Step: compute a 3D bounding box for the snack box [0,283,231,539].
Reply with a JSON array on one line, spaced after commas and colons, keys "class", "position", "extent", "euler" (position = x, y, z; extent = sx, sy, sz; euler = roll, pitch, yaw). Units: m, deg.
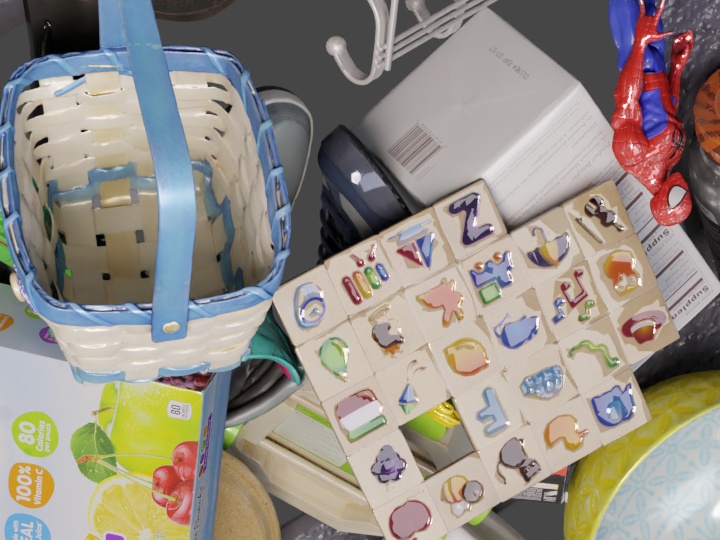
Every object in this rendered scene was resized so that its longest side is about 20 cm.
[{"class": "snack box", "position": [-0.177, 0.098, 1.194], "extent": [0.199, 0.068, 0.169], "euler": [12, 119, 9]}]

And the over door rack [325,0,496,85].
[{"class": "over door rack", "position": [0.054, -0.206, 1.153], "extent": [0.148, 0.067, 0.200], "euler": [-34, 155, -38]}]

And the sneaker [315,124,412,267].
[{"class": "sneaker", "position": [0.000, 0.000, 1.278], "extent": [0.082, 0.070, 0.200], "euler": [-30, 140, -3]}]

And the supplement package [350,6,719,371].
[{"class": "supplement package", "position": [0.106, -0.034, 1.301], "extent": [0.109, 0.114, 0.200], "euler": [-42, 130, -1]}]

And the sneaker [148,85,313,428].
[{"class": "sneaker", "position": [-0.066, 0.007, 1.228], "extent": [0.083, 0.121, 0.201], "euler": [13, 111, -35]}]

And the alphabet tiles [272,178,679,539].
[{"class": "alphabet tiles", "position": [0.071, 0.039, 1.207], "extent": [0.199, 0.008, 0.168], "euler": [-28, 104, -11]}]

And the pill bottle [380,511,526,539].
[{"class": "pill bottle", "position": [0.027, 0.247, 1.438], "extent": [0.114, 0.114, 0.200], "euler": [30, 103, -39]}]

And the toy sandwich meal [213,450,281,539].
[{"class": "toy sandwich meal", "position": [-0.136, 0.171, 1.333], "extent": [0.204, 0.070, 0.206], "euler": [-8, 120, -14]}]

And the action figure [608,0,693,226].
[{"class": "action figure", "position": [0.157, -0.122, 1.230], "extent": [0.051, 0.201, 0.065], "euler": [-11, 168, 25]}]

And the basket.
[{"class": "basket", "position": [-0.105, -0.044, 1.068], "extent": [0.138, 0.177, 0.200], "euler": [-4, 143, -14]}]

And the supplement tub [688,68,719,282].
[{"class": "supplement tub", "position": [0.276, -0.034, 1.390], "extent": [0.122, 0.123, 0.200], "euler": [-31, 130, -8]}]

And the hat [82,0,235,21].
[{"class": "hat", "position": [-0.094, -0.220, 1.095], "extent": [0.200, 0.081, 0.201], "euler": [-24, 144, -19]}]

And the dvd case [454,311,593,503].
[{"class": "dvd case", "position": [0.058, 0.077, 1.316], "extent": [0.145, 0.022, 0.200], "euler": [5, 147, 4]}]

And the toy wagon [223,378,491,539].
[{"class": "toy wagon", "position": [0.006, 0.100, 1.297], "extent": [0.155, 0.040, 0.200], "euler": [29, 146, -11]}]

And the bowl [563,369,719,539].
[{"class": "bowl", "position": [0.209, 0.139, 1.473], "extent": [0.199, 0.108, 0.201], "euler": [-14, 125, -20]}]

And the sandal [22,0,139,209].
[{"class": "sandal", "position": [-0.140, -0.100, 1.168], "extent": [0.075, 0.045, 0.201], "euler": [-20, 127, -17]}]

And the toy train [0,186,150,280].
[{"class": "toy train", "position": [-0.193, -0.029, 1.179], "extent": [0.056, 0.042, 0.200], "euler": [-23, 138, 34]}]
